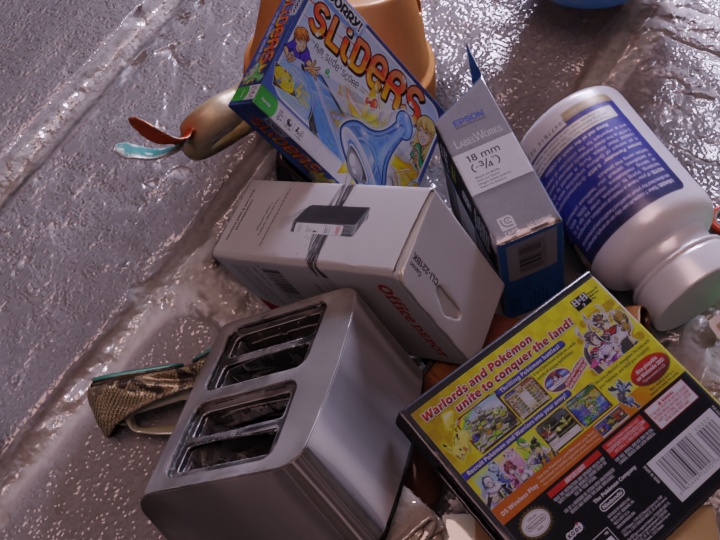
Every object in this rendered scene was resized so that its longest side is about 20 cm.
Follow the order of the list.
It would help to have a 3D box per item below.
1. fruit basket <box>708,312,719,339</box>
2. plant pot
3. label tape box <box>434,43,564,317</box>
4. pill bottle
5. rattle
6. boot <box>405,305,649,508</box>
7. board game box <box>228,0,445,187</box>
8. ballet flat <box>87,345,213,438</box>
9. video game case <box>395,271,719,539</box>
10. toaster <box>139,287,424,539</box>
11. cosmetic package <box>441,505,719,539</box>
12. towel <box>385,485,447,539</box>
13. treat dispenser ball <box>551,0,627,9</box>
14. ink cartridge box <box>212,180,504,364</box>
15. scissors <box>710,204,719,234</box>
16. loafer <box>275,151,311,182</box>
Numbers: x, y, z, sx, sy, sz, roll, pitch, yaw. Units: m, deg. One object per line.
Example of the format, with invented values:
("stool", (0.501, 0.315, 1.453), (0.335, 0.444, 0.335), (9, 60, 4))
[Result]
("fruit basket", (0.412, 0.070, 0.770), (0.185, 0.094, 0.201), (-32, 65, -7))
("plant pot", (-0.019, -0.233, 0.945), (0.198, 0.141, 0.201), (1, 47, -1))
("label tape box", (0.114, -0.078, 0.870), (0.063, 0.144, 0.201), (-23, 61, 0))
("pill bottle", (0.236, -0.053, 0.848), (0.119, 0.120, 0.201), (-29, 62, -5))
("rattle", (-0.099, -0.093, 0.826), (0.129, 0.144, 0.200), (-15, 15, 26))
("boot", (0.134, 0.115, 0.789), (0.199, 0.069, 0.189), (-1, 49, 28))
("board game box", (-0.011, -0.138, 0.835), (0.034, 0.200, 0.136), (3, 63, 44))
("ballet flat", (-0.149, 0.105, 0.875), (0.199, 0.068, 0.076), (-19, 83, 6))
("video game case", (0.157, 0.118, 0.696), (0.199, 0.026, 0.181), (-33, 68, -22))
("toaster", (-0.050, 0.127, 0.735), (0.199, 0.119, 0.181), (-17, 36, 31))
("cosmetic package", (0.163, 0.226, 0.727), (0.198, 0.105, 0.072), (-4, 62, 6))
("towel", (-0.025, 0.199, 0.761), (0.132, 0.035, 0.200), (-41, 30, -8))
("treat dispenser ball", (0.235, -0.365, 0.963), (0.199, 0.201, 0.202), (-4, 62, 8))
("ink cartridge box", (0.000, 0.000, 0.812), (0.199, 0.144, 0.084), (8, 62, 39))
("scissors", (0.412, -0.021, 0.860), (0.198, 0.014, 0.074), (7, 64, 14))
("loafer", (0.002, -0.068, 0.929), (0.199, 0.063, 0.072), (22, 67, 20))
